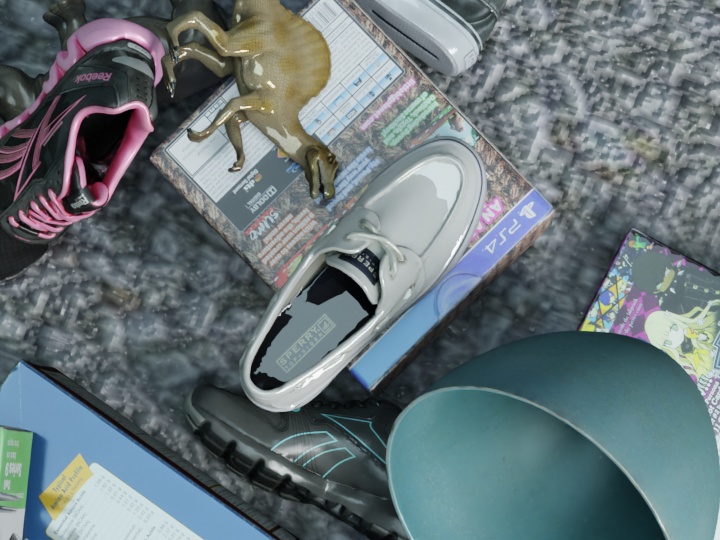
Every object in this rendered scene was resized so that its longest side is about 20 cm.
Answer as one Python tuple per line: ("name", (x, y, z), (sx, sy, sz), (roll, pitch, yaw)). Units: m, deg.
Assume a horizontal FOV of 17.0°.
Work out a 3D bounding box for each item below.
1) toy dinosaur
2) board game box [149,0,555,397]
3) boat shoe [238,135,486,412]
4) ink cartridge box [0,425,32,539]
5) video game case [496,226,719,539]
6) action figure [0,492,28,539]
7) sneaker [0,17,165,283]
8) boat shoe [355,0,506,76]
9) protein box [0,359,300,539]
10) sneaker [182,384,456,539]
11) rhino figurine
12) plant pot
("toy dinosaur", (-0.068, -0.134, 1.446), (0.100, 0.058, 0.202), (-12, 91, -15))
("board game box", (-0.004, -0.048, 1.502), (0.159, 0.097, 0.200), (-43, 85, -2))
("boat shoe", (0.000, 0.000, 1.415), (0.200, 0.066, 0.072), (-44, 85, -2))
("ink cartridge box", (-0.271, 0.183, 1.359), (0.145, 0.084, 0.202), (4, 85, 2))
("video game case", (0.203, 0.103, 1.513), (0.180, 0.036, 0.201), (27, 86, 4))
("action figure", (-0.236, 0.193, 1.285), (0.129, 0.069, 0.202), (-6, 82, 5))
("sneaker", (-0.186, -0.058, 1.480), (0.079, 0.096, 0.200), (20, 121, -32))
("boat shoe", (0.005, -0.207, 1.538), (0.200, 0.072, 0.071), (39, 72, -1))
("protein box", (-0.173, 0.192, 1.466), (0.199, 0.135, 0.199), (35, 87, 4))
("sneaker", (-0.016, 0.114, 1.509), (0.199, 0.075, 0.080), (27, 75, -4))
("rhino figurine", (-0.173, -0.130, 1.533), (0.199, 0.060, 0.088), (-23, 93, 3))
("plant pot", (0.133, 0.113, 1.418), (0.200, 0.200, 0.135), (42, 51, 5))
